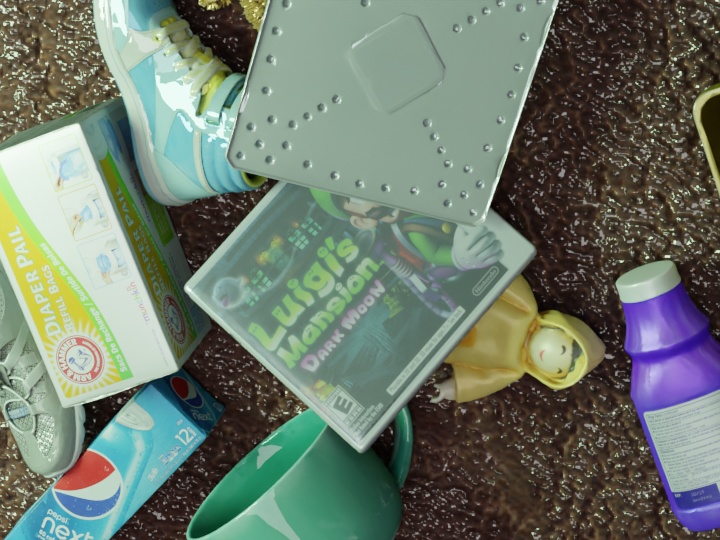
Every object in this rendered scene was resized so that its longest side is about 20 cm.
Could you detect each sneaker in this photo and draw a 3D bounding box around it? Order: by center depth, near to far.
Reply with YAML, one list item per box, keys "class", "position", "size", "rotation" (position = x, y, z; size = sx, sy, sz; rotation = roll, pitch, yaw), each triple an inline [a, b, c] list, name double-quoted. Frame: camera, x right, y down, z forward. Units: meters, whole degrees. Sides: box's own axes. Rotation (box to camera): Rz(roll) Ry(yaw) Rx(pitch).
- class: "sneaker"
  position: [-0.115, -0.147, 1.187]
  size: [0.129, 0.079, 0.202]
  rotation: [0, 116, 34]
- class: "sneaker"
  position: [-0.283, 0.071, 1.271]
  size: [0.074, 0.082, 0.202]
  rotation: [-24, 87, 34]

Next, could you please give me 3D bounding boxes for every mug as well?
- class: "mug"
  position: [-0.030, 0.186, 1.243]
  size: [0.184, 0.152, 0.115]
  rotation: [-38, 100, 16]

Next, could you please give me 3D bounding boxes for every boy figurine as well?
- class: "boy figurine"
  position: [0.087, 0.048, 1.235]
  size: [0.198, 0.064, 0.126]
  rotation: [18, 105, 7]

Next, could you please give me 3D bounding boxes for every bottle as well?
- class: "bottle"
  position: [0.247, 0.093, 1.219]
  size: [0.083, 0.065, 0.202]
  rotation: [-20, 101, 13]

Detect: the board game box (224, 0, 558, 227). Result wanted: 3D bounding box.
- class: "board game box"
  position: [0.023, -0.147, 1.129]
  size: [0.198, 0.026, 0.202]
  rotation: [13, 108, -16]

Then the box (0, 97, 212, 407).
- class: "box"
  position: [-0.204, -0.014, 1.238]
  size: [0.100, 0.113, 0.202]
  rotation: [-18, 103, 13]

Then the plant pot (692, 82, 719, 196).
- class: "plant pot"
  position: [0.346, -0.068, 1.102]
  size: [0.198, 0.176, 0.202]
  rotation: [-18, 101, 13]

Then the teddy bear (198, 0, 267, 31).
- class: "teddy bear"
  position: [-0.057, -0.221, 1.148]
  size: [0.143, 0.067, 0.201]
  rotation: [9, 136, 14]

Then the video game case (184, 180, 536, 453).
- class: "video game case"
  position: [0.000, 0.000, 1.197]
  size: [0.181, 0.023, 0.200]
  rotation: [41, 83, 9]

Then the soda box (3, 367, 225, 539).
- class: "soda box"
  position: [-0.201, 0.167, 1.309]
  size: [0.064, 0.068, 0.200]
  rotation: [42, 107, -4]
